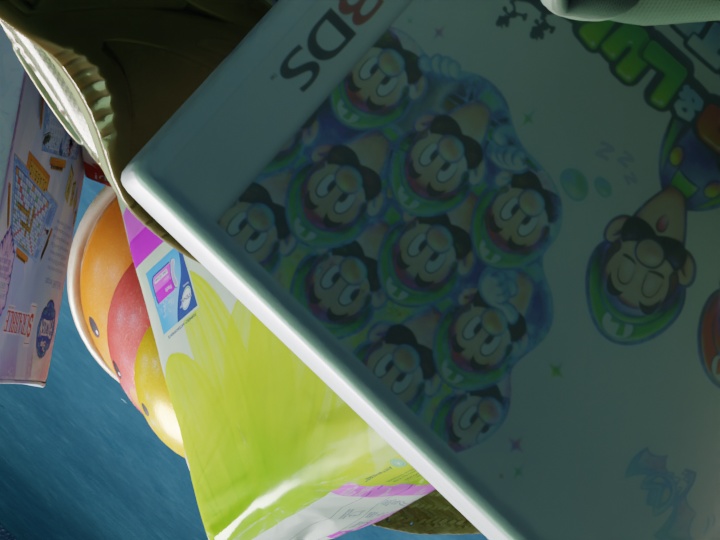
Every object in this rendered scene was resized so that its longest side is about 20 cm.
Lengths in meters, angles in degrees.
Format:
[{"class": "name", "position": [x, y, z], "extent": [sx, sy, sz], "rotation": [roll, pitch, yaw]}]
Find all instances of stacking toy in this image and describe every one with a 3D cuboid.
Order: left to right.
[{"class": "stacking toy", "position": [-0.061, 0.039, 1.009], "extent": [0.146, 0.146, 0.200], "rotation": [49, -168, -23]}]

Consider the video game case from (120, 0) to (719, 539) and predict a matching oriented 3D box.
[{"class": "video game case", "position": [0.062, -0.023, 0.650], "extent": [0.200, 0.182, 0.024], "rotation": [44, 163, -9]}]

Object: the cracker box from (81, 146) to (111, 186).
[{"class": "cracker box", "position": [-0.047, -0.075, 0.907], "extent": [0.133, 0.058, 0.200], "rotation": [20, 161, 4]}]

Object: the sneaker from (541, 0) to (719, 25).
[{"class": "sneaker", "position": [0.061, -0.116, 0.568], "extent": [0.199, 0.099, 0.078], "rotation": [34, 161, 22]}]

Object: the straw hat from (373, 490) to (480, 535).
[{"class": "straw hat", "position": [0.044, 0.015, 0.929], "extent": [0.085, 0.200, 0.202], "rotation": [-99, -17, -45]}]

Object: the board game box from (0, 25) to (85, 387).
[{"class": "board game box", "position": [-0.142, -0.054, 0.907], "extent": [0.041, 0.201, 0.200], "rotation": [10, 176, 1]}]

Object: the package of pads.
[{"class": "package of pads", "position": [0.000, 0.000, 0.758], "extent": [0.200, 0.068, 0.156], "rotation": [-37, 64, 48]}]

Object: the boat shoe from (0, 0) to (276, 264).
[{"class": "boat shoe", "position": [-0.070, -0.075, 0.655], "extent": [0.201, 0.073, 0.063], "rotation": [46, -174, -45]}]

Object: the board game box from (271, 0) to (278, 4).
[{"class": "board game box", "position": [-0.097, -0.165, 0.696], "extent": [0.199, 0.105, 0.103], "rotation": [14, 153, 21]}]
